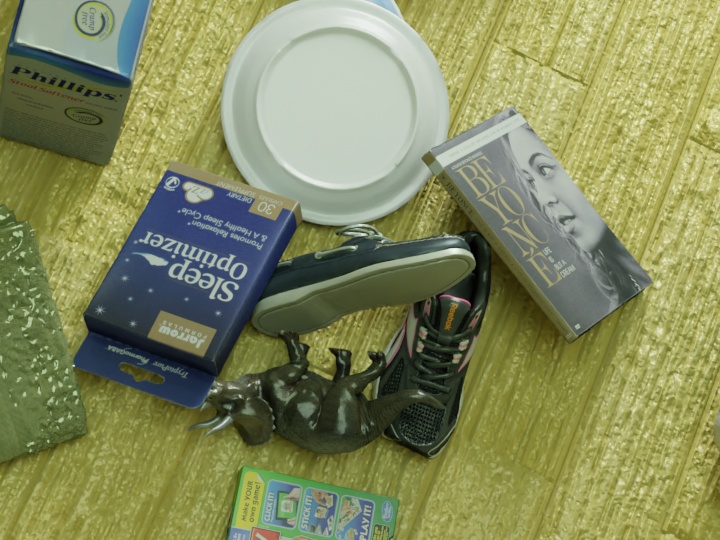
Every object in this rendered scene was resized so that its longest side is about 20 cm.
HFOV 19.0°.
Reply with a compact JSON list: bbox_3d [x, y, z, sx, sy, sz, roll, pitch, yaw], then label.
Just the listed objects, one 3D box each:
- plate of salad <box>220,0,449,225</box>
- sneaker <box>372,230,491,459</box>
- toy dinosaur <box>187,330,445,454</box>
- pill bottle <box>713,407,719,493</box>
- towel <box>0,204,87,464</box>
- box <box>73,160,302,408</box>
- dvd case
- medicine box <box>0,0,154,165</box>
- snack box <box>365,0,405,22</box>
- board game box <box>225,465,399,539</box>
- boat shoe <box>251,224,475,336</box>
[{"bbox_3d":[-0.022,-0.137,1.856,0.199,0.048,0.201,1,84,-9],"label":"plate of salad"},{"bbox_3d":[0.063,0.053,1.792,0.080,0.086,0.201,13,71,-6],"label":"sneaker"},{"bbox_3d":[-0.034,0.110,1.763,0.199,0.077,0.103,13,78,-3],"label":"toy dinosaur"},{"bbox_3d":[0.367,0.107,1.827,0.110,0.111,0.201,24,69,-4],"label":"pill bottle"},{"bbox_3d":[-0.305,0.061,1.707,0.148,0.036,0.201,-22,98,-24],"label":"towel"},{"bbox_3d":[-0.143,0.009,1.759,0.121,0.032,0.200,18,62,15],"label":"box"},{"bbox_3d":[0.154,-0.043,1.840,0.200,0.016,0.149,51,38,7],"label":"dvd case"},{"bbox_3d":[-0.223,-0.212,1.754,0.103,0.200,0.183,14,70,-7],"label":"medicine box"},{"bbox_3d":[-0.035,-0.288,1.913,0.072,0.024,0.201,-23,78,-19],"label":"snack box"},{"bbox_3d":[-0.051,0.269,1.730,0.134,0.029,0.201,13,70,-9],"label":"board game box"},{"bbox_3d":[0.000,0.000,1.769,0.199,0.075,0.062,-20,56,26],"label":"boat shoe"}]
